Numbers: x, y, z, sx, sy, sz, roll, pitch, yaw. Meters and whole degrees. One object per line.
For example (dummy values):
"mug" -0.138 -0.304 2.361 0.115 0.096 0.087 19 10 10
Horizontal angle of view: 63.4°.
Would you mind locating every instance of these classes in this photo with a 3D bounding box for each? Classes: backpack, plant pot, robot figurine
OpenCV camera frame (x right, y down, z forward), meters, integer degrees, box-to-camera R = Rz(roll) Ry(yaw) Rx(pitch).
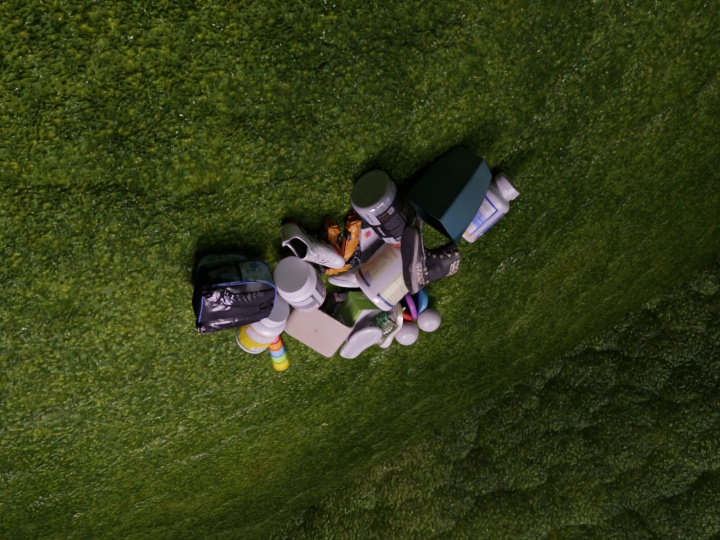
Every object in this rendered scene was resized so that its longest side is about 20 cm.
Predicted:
"backpack" -0.317 0.046 1.463 0.195 0.149 0.185 -5 141 -26
"plant pot" 0.246 -0.210 1.538 0.201 0.141 0.141 -51 144 -1
"robot figurine" -0.060 -0.066 1.593 0.141 0.059 0.202 -13 144 -22

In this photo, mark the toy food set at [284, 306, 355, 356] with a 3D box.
"toy food set" -0.128 0.164 1.782 0.197 0.061 0.144 31 124 -11

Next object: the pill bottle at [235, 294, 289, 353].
"pill bottle" -0.272 0.145 1.632 0.110 0.115 0.200 -4 156 -33

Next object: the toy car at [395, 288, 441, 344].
"toy car" 0.165 0.131 1.960 0.197 0.176 0.152 -30 123 4

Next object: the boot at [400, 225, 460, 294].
"boot" 0.183 -0.045 1.513 0.147 0.073 0.204 -19 127 -18

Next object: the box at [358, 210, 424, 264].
"box" 0.083 -0.107 1.664 0.195 0.042 0.158 -20 146 -16

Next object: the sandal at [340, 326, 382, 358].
"sandal" -0.007 0.212 1.816 0.081 0.051 0.202 18 140 -29

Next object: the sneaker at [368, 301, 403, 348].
"sneaker" 0.071 0.165 1.802 0.086 0.078 0.203 7 130 -21

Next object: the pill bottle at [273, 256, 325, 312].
"pill bottle" -0.163 0.036 1.561 0.112 0.116 0.200 -27 163 -1

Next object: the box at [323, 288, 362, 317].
"box" -0.060 0.142 1.901 0.134 0.040 0.202 -7 142 -33

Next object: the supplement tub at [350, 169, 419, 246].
"supplement tub" 0.069 -0.152 1.490 0.121 0.124 0.200 -34 139 10

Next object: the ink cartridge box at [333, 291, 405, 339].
"ink cartridge box" 0.024 0.143 1.861 0.196 0.077 0.149 -1 138 -40

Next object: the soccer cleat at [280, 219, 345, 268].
"soccer cleat" -0.122 -0.049 1.483 0.198 0.086 0.068 35 124 -27

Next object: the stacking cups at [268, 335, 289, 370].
"stacking cups" -0.275 0.248 1.873 0.059 0.061 0.202 -21 143 -10

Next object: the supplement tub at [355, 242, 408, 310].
"supplement tub" 0.096 -0.005 1.631 0.200 0.146 0.144 -44 146 10

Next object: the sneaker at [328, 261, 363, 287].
"sneaker" 0.000 0.000 1.735 0.194 0.075 0.091 -1 104 -12

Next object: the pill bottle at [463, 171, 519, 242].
"pill bottle" 0.363 -0.188 1.702 0.200 0.114 0.111 -43 145 22
